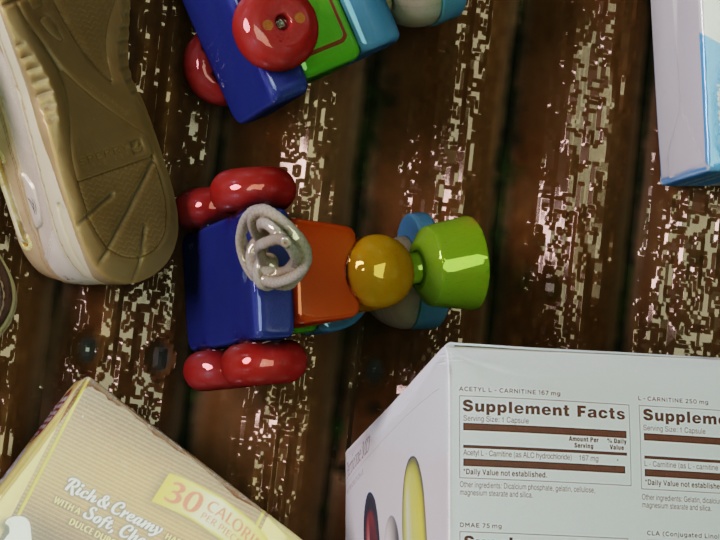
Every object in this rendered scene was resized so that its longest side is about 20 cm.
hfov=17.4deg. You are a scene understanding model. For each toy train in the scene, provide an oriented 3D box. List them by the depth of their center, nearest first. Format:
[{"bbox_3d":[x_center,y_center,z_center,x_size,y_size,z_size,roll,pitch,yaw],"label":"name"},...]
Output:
[{"bbox_3d":[0.000,0.000,0.924,0.116,0.200,0.085,-3,87,-17],"label":"toy train"},{"bbox_3d":[-0.041,-0.174,0.983,0.116,0.085,0.200,-24,91,-23],"label":"toy train"}]

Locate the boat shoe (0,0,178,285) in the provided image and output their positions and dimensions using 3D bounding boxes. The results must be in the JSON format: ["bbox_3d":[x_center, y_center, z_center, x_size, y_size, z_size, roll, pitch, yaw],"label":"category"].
[{"bbox_3d":[-0.134,-0.089,0.965,0.074,0.069,0.200,-12,91,-44],"label":"boat shoe"}]

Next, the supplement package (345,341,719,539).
[{"bbox_3d":[0.079,0.151,0.915,0.147,0.191,0.200,4,72,-11],"label":"supplement package"}]

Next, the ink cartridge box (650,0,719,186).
[{"bbox_3d":[0.235,-0.098,1.046,0.200,0.068,0.115,-1,86,-12],"label":"ink cartridge box"}]

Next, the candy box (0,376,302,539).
[{"bbox_3d":[-0.128,0.156,0.957,0.115,0.055,0.200,38,81,-7],"label":"candy box"}]

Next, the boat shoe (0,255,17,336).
[{"bbox_3d":[-0.220,-0.039,0.942,0.200,0.072,0.072,45,79,-6],"label":"boat shoe"}]
